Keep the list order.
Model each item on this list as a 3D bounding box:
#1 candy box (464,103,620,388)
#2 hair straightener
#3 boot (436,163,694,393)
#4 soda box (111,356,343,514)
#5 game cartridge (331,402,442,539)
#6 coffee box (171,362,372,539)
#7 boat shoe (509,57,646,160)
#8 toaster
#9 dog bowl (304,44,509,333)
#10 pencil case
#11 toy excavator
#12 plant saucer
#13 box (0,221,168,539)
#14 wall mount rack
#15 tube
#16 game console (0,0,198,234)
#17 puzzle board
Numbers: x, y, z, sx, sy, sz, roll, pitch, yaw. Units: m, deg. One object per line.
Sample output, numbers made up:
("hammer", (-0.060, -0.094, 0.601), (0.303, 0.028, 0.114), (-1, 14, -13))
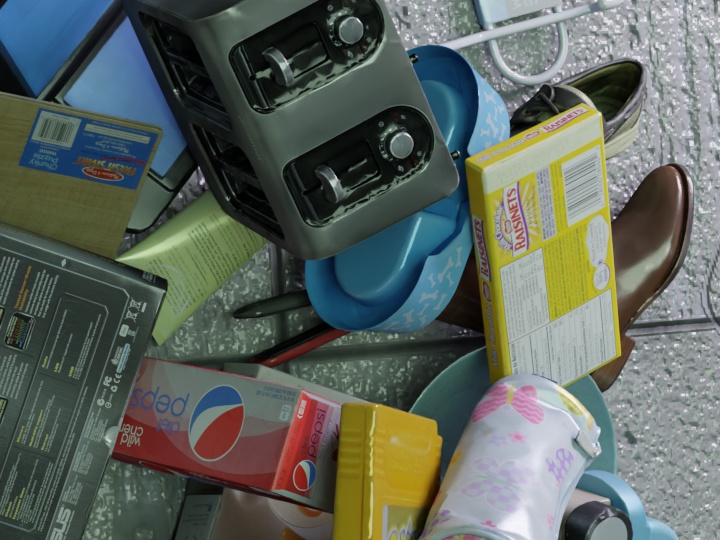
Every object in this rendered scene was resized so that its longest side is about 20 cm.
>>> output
("candy box", (0.125, -0.005, 1.614), (0.102, 0.026, 0.200), (-25, 127, -24))
("hair straightener", (0.000, 0.000, 1.665), (0.200, 0.041, 0.077), (-22, 97, -22))
("boot", (0.131, -0.027, 1.692), (0.200, 0.064, 0.187), (27, 81, -30))
("soda box", (-0.092, 0.101, 1.535), (0.063, 0.200, 0.070), (24, 78, -43))
("game cartridge", (0.018, 0.188, 1.492), (0.032, 0.176, 0.201), (3, 84, 15))
("coffee box", (-0.060, 0.174, 1.613), (0.114, 0.080, 0.201), (21, 81, -21))
("boat shoe", (0.138, -0.100, 1.672), (0.201, 0.072, 0.066), (-31, 145, -49))
("toaster", (-0.048, -0.123, 1.520), (0.118, 0.200, 0.181), (-30, 115, -15))
("dog bowl", (0.035, -0.049, 1.605), (0.050, 0.111, 0.201), (22, 87, -44))
("pencil case", (0.096, 0.150, 1.552), (0.090, 0.200, 0.083), (20, 122, 7))
("toy excavator", (0.193, 0.232, 1.693), (0.200, 0.100, 0.195), (-6, 103, -38))
("plant saucer", (0.091, 0.146, 1.688), (0.201, 0.039, 0.202), (-6, 101, -32))
("box", (-0.227, 0.076, 1.519), (0.158, 0.048, 0.201), (18, 96, -5))
("wall mount rack", (0.090, -0.225, 1.692), (0.173, 0.075, 0.201), (-17, 94, -22))
("tube", (-0.082, -0.041, 1.628), (0.200, 0.052, 0.058), (-43, 87, -18))
("game console", (-0.146, -0.154, 1.565), (0.176, 0.116, 0.200), (38, 75, -8))
("puzzle board", (-0.243, -0.051, 1.535), (0.199, 0.017, 0.151), (11, 122, -23))
